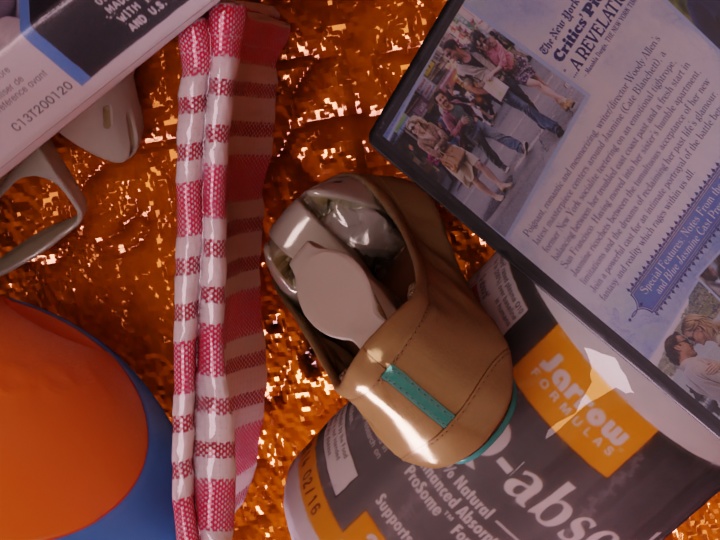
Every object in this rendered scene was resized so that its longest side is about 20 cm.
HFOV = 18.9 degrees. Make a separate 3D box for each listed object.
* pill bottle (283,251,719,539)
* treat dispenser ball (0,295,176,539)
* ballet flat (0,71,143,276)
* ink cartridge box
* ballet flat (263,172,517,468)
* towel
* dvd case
[{"bbox_3d":[0.074,0.050,0.777,0.116,0.116,0.200,46,113,6],"label":"pill bottle"},{"bbox_3d":[-0.160,0.108,0.831,0.200,0.201,0.202,4,102,20],"label":"treat dispenser ball"},{"bbox_3d":[-0.133,-0.051,0.868,0.072,0.068,0.200,36,113,-11],"label":"ballet flat"},{"bbox_3d":[-0.124,-0.119,0.784,0.198,0.201,0.043,-36,126,23],"label":"ink cartridge box"},{"bbox_3d":[0.000,0.000,0.758,0.063,0.200,0.069,34,97,-25],"label":"ballet flat"},{"bbox_3d":[-0.047,0.003,0.786,0.030,0.146,0.201,2,97,2],"label":"towel"},{"bbox_3d":[0.109,-0.035,0.668,0.200,0.018,0.143,40,121,14],"label":"dvd case"}]
